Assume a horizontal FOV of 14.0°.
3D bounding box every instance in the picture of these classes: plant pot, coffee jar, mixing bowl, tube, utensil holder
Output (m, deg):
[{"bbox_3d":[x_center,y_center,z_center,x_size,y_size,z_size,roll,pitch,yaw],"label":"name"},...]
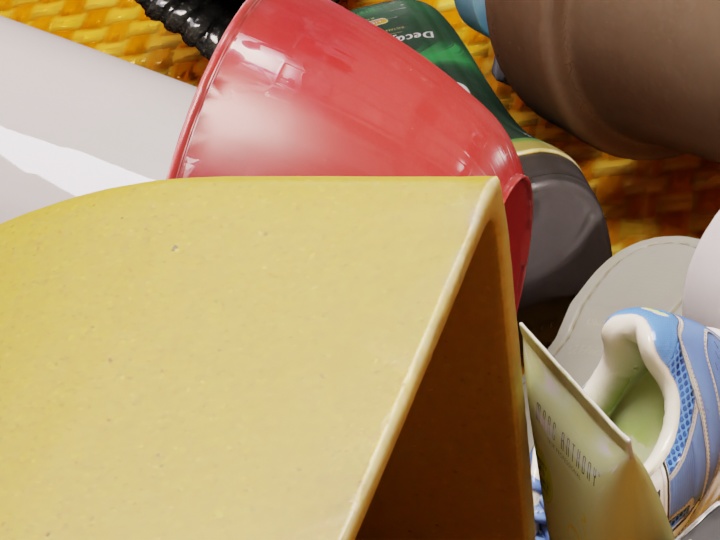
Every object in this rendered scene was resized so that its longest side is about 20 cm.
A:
[{"bbox_3d":[0.179,-0.111,1.210,0.200,0.201,0.174,-34,47,-20],"label":"plant pot"},{"bbox_3d":[-0.069,0.091,0.902,0.199,0.196,0.195,8,44,18],"label":"plant pot"},{"bbox_3d":[0.030,-0.038,1.277,0.104,0.086,0.200,-20,36,-13],"label":"coffee jar"},{"bbox_3d":[0.000,0.000,1.092,0.108,0.201,0.201,14,44,14],"label":"mixing bowl"},{"bbox_3d":[0.087,0.113,0.960,0.058,0.201,0.052,5,40,28],"label":"tube"},{"bbox_3d":[-0.133,-0.014,1.222,0.199,0.171,0.170,20,49,24],"label":"utensil holder"}]

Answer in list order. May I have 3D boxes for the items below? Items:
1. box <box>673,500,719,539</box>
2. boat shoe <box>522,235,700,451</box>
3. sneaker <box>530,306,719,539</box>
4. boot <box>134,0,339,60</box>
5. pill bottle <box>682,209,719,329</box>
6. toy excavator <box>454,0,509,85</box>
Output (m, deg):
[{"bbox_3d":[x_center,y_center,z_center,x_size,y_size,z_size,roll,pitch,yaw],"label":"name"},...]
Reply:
[{"bbox_3d":[0.178,0.175,0.874,0.044,0.161,0.200,-36,39,-24],"label":"box"},{"bbox_3d":[0.085,0.065,1.140,0.075,0.062,0.200,4,38,35],"label":"boat shoe"},{"bbox_3d":[0.076,0.103,1.038,0.075,0.077,0.201,15,77,42],"label":"sneaker"},{"bbox_3d":[-0.080,-0.177,1.499,0.210,0.080,0.158,11,39,33],"label":"boot"},{"bbox_3d":[0.217,0.036,1.073,0.119,0.120,0.200,-34,39,-21],"label":"pill bottle"},{"bbox_3d":[0.096,-0.170,1.395,0.194,0.100,0.200,-9,31,-38],"label":"toy excavator"}]
